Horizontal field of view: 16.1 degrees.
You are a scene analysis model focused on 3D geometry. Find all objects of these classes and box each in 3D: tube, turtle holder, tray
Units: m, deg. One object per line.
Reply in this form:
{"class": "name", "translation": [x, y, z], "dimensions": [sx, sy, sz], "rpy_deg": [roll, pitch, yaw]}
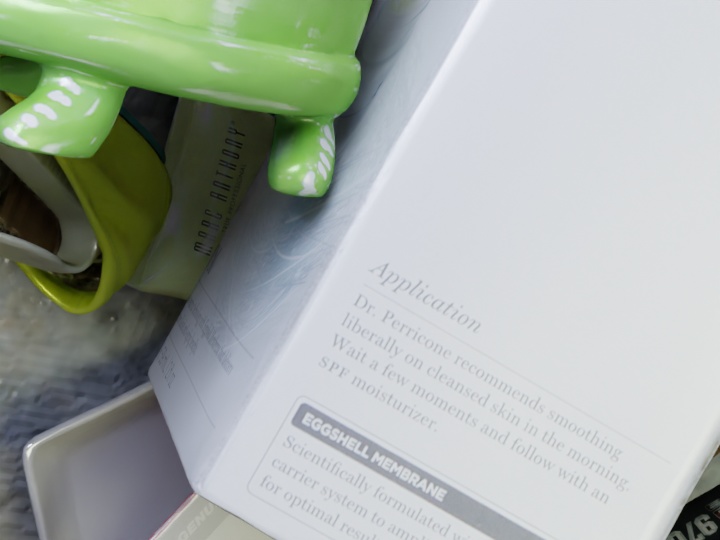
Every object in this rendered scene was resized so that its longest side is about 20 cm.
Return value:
{"class": "tube", "translation": [0.000, 0.000, 0.890], "dimensions": [0.052, 0.058, 0.200], "rpy_deg": [-39, 138, 25]}
{"class": "turtle holder", "translation": [-0.044, -0.096, 0.649], "dimensions": [0.185, 0.141, 0.132], "rpy_deg": [11, 98, -27]}
{"class": "tray", "translation": [-0.065, 0.116, 0.918], "dimensions": [0.107, 0.022, 0.201], "rpy_deg": [-27, 128, -28]}

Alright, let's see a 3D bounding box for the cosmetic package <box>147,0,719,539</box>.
{"class": "cosmetic package", "translation": [0.041, -0.013, 0.734], "dimensions": [0.123, 0.199, 0.201], "rpy_deg": [31, 91, -10]}

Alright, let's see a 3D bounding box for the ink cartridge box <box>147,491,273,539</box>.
{"class": "ink cartridge box", "translation": [-0.062, 0.150, 0.891], "dimensions": [0.200, 0.045, 0.176], "rpy_deg": [-46, 135, -12]}

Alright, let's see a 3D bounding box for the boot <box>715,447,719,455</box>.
{"class": "boot", "translation": [0.110, 0.074, 1.015], "dimensions": [0.200, 0.074, 0.076], "rpy_deg": [-40, 143, -19]}

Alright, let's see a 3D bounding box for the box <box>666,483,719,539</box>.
{"class": "box", "translation": [0.083, 0.189, 1.015], "dimensions": [0.159, 0.046, 0.201], "rpy_deg": [-22, 144, -41]}

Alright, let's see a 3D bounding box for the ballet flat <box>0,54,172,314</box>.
{"class": "ballet flat", "translation": [-0.119, -0.053, 0.740], "dimensions": [0.200, 0.067, 0.067], "rpy_deg": [50, 52, -47]}
